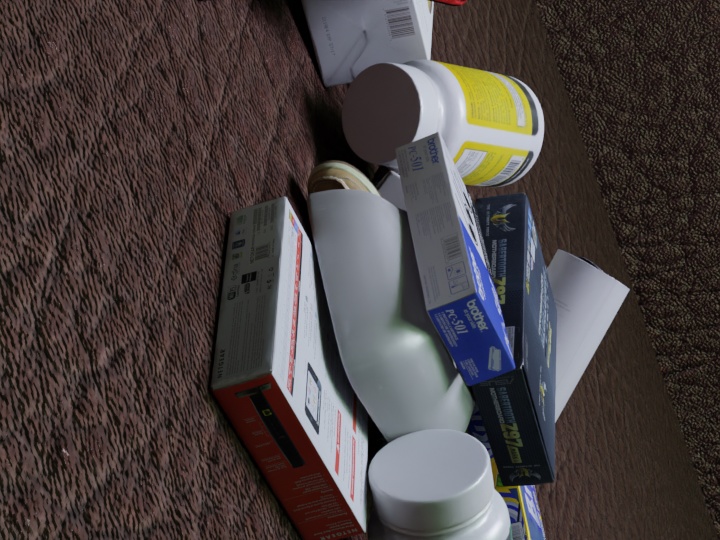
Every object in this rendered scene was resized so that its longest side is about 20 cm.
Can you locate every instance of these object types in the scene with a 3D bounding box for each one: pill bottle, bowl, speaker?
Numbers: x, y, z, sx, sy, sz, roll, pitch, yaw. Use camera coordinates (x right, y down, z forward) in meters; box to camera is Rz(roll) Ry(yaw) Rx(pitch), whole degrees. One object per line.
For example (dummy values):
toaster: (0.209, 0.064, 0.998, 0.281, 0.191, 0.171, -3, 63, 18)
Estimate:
pill bottle: (0.066, 0.233, 1.475, 0.113, 0.113, 0.201, -81, 164, -59)
bowl: (0.033, 0.043, 1.519, 0.200, 0.074, 0.200, 61, 14, -51)
speaker: (0.175, 0.082, 1.778, 0.200, 0.081, 0.081, -61, 160, 0)
pill bottle: (0.080, -0.143, 1.810, 0.200, 0.114, 0.115, 3, 69, -52)

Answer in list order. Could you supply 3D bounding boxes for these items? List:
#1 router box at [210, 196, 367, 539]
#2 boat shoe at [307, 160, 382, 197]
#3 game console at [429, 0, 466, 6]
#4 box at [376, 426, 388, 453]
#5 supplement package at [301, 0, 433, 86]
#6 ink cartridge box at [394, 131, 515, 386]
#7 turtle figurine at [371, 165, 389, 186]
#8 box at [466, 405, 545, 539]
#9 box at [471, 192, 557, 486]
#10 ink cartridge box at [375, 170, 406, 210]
router box: (-0.048, 0.075, 1.419, 0.200, 0.049, 0.180, -88, 157, -50)
boat shoe: (0.000, 0.000, 1.659, 0.200, 0.071, 0.076, 65, 33, -27)
game console: (-0.011, -0.314, 1.726, 0.176, 0.031, 0.200, 6, 33, -39)
box: (0.063, 0.156, 1.757, 0.200, 0.043, 0.160, -90, 158, -48)
supplement package: (0.010, -0.289, 1.885, 0.200, 0.109, 0.114, -84, 162, -55)
ink cartridge box: (0.075, -0.012, 1.504, 0.200, 0.044, 0.094, -99, 165, -48)
turtle figurine: (0.048, -0.159, 1.938, 0.150, 0.101, 0.200, 52, 37, -20)
box: (0.113, 0.166, 1.689, 0.070, 0.064, 0.201, 39, 39, -65)
box: (0.132, 0.059, 1.599, 0.158, 0.051, 0.200, 71, 19, -44)
ink cartridge box: (0.088, 0.003, 1.801, 0.147, 0.083, 0.200, 34, -5, 27)
